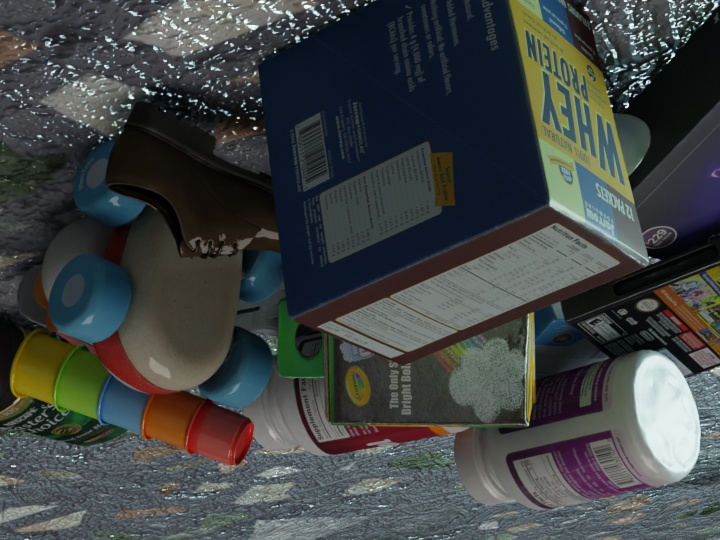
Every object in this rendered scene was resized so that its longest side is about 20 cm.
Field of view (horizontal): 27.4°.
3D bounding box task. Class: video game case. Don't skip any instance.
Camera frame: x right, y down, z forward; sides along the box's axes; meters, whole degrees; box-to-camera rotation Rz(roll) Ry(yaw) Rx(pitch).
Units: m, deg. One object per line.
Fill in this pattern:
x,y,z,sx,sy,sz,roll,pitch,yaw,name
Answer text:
0.287,0.033,1.227,0.180,0.026,0.200,-23,149,23,video game case

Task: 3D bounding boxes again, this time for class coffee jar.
-0.309,0.110,1.416,0.104,0.086,0.200,-23,153,29,coffee jar

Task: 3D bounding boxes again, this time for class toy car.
-0.192,0.017,1.166,0.199,0.178,0.184,-12,150,39,toy car

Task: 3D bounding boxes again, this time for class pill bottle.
-0.001,0.103,1.316,0.199,0.114,0.113,-13,158,27,pill bottle
0.181,0.144,1.271,0.199,0.113,0.112,-20,156,40,pill bottle

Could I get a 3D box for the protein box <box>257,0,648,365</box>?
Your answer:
0.057,-0.073,0.989,0.199,0.200,0.135,-24,151,29,protein box

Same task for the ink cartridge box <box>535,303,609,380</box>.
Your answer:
0.164,0.072,1.342,0.115,0.068,0.200,2,145,-27,ink cartridge box

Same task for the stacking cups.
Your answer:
-0.182,0.104,1.183,0.199,0.061,0.061,17,163,17,stacking cups

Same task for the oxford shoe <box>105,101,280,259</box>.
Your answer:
-0.093,-0.034,1.060,0.199,0.085,0.073,28,164,-7,oxford shoe

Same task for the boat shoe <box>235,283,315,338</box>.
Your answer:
-0.094,0.019,1.329,0.066,0.074,0.200,24,-169,29,boat shoe

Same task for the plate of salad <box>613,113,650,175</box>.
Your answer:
0.128,-0.056,1.112,0.199,0.200,0.048,-20,113,22,plate of salad

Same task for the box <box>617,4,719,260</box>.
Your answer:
0.277,-0.093,1.130,0.140,0.079,0.200,15,138,-22,box

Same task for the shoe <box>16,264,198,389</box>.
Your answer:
-0.195,0.054,1.273,0.199,0.072,0.091,21,171,20,shoe

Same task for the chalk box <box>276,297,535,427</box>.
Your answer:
0.035,0.053,1.151,0.198,0.126,0.124,1,-177,9,chalk box
